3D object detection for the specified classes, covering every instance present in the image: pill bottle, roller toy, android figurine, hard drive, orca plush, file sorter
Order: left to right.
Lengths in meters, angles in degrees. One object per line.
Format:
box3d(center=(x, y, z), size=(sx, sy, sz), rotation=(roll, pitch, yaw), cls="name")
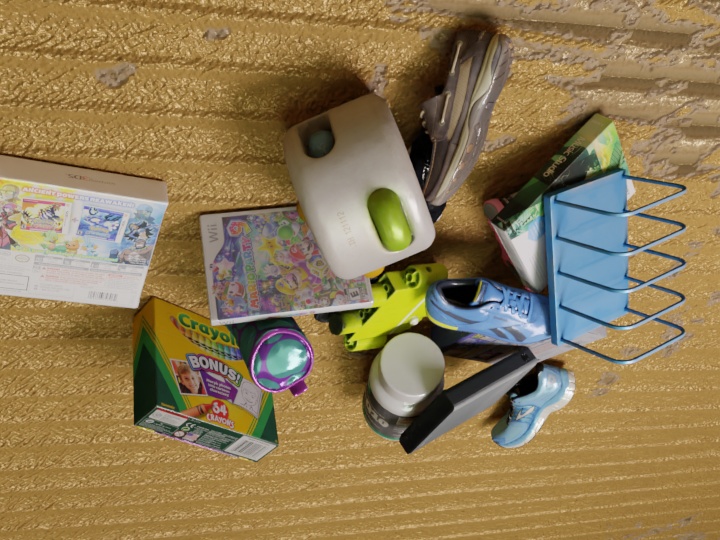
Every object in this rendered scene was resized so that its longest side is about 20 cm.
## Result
box3d(center=(-0.007, -0.090, 0.965), size=(0.138, 0.185, 0.200), rotation=(-21, 172, 4), cls="roller toy")
box3d(center=(0.051, 0.049, 1.189), size=(0.198, 0.041, 0.182), rotation=(-3, 144, -47), cls="android figurine")
box3d(center=(0.064, 0.175, 1.280), size=(0.111, 0.115, 0.201), rotation=(-8, 154, -9), cls="pill bottle")
box3d(center=(0.102, -0.121, 1.048), size=(0.104, 0.072, 0.201), rotation=(8, 132, -25), cls="orca plush")
box3d(center=(0.157, 0.189, 1.249), size=(0.198, 0.033, 0.140), rotation=(-19, 155, -42), cls="hard drive")
box3d(center=(0.323, -0.004, 1.062), size=(0.137, 0.122, 0.203), rotation=(-19, 114, -28), cls="file sorter")

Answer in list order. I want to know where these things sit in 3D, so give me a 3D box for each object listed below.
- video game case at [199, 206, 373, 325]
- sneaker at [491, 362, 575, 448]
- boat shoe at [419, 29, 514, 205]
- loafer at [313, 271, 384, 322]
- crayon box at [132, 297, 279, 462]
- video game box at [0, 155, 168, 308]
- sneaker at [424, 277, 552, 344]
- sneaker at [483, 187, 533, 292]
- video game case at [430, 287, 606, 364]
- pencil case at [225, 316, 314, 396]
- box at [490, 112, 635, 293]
box3d(center=(-0.092, -0.012, 1.049), size=(0.196, 0.145, 0.018), rotation=(-6, 155, -11), cls="video game case")
box3d(center=(0.283, 0.227, 1.488), size=(0.089, 0.079, 0.201), rotation=(26, 122, -14), cls="sneaker")
box3d(center=(0.108, -0.175, 0.968), size=(0.074, 0.073, 0.203), rotation=(-11, 125, -68), cls="boat shoe")
box3d(center=(0.000, 0.000, 1.141), size=(0.070, 0.069, 0.202), rotation=(24, 122, -18), cls="loafer")
box3d(center=(-0.210, 0.150, 1.158), size=(0.058, 0.174, 0.199), rotation=(-38, 134, 28), cls="crayon box")
box3d(center=(-0.345, -0.040, 1.012), size=(0.197, 0.047, 0.183), rotation=(8, 134, -25), cls="video game box")
box3d(center=(0.182, 0.048, 1.112), size=(0.196, 0.067, 0.079), rotation=(8, 156, -2), cls="sneaker")
box3d(center=(0.240, -0.044, 1.181), size=(0.095, 0.079, 0.201), rotation=(-34, 139, -3), cls="sneaker")
box3d(center=(0.232, 0.091, 1.279), size=(0.179, 0.046, 0.199), rotation=(12, 154, -28), cls="video game case")
box3d(center=(-0.122, 0.082, 1.097), size=(0.084, 0.200, 0.093), rotation=(-27, 114, -9), cls="pencil case")
box3d(center=(0.268, -0.084, 1.110), size=(0.200, 0.036, 0.145), rotation=(-46, 136, -7), cls="box")
